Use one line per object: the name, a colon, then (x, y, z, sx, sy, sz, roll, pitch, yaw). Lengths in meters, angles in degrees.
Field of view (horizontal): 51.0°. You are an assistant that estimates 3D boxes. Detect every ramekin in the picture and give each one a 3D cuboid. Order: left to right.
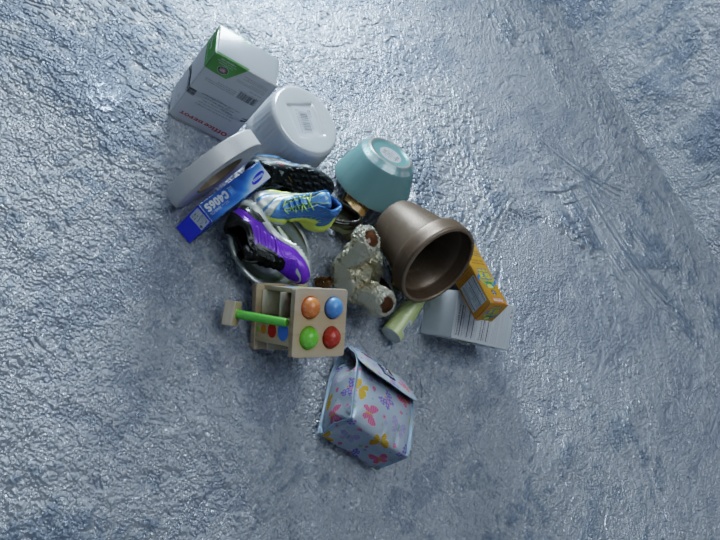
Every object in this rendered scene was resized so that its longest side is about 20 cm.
ramekin: (-0.148, -0.314, 1.697, 0.198, 0.097, 0.204, 22, 53, -32)

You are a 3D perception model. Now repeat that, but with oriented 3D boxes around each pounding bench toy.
pounding bench toy: (-0.139, 0.091, 1.399, 0.198, 0.155, 0.127, 3, 91, -42)

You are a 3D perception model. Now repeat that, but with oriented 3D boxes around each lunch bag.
lunch bag: (0.021, 0.262, 1.507, 0.169, 0.127, 0.202, 38, 39, -24)

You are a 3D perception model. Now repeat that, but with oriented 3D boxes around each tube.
tube: (0.121, 0.076, 1.722, 0.201, 0.057, 0.052, -51, 127, -28)

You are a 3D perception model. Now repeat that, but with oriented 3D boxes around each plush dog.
plush dog: (0.000, 0.000, 1.652, 0.172, 0.158, 0.203, -32, 108, -65)

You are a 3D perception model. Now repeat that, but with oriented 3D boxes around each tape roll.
tape roll: (-0.277, -0.192, 1.430, 0.037, 0.202, 0.203, 53, 42, -5)

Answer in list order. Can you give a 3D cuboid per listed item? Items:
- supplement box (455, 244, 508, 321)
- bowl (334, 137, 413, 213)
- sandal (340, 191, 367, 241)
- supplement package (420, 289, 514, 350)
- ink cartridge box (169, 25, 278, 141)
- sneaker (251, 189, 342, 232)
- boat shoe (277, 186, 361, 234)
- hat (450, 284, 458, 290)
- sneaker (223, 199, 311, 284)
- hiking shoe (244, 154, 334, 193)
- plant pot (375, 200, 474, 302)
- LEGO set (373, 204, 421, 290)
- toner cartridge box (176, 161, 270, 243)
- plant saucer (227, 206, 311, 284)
supplement box: (0.255, 0.016, 1.708, 0.066, 0.069, 0.202, 6, 50, -40)
bowl: (0.047, -0.238, 1.785, 0.198, 0.106, 0.202, 22, 35, -16)
sandal: (-0.009, -0.153, 1.768, 0.080, 0.054, 0.202, 39, 46, -20)
supplement package: (0.256, 0.116, 1.798, 0.198, 0.113, 0.112, 15, 83, -36)
ink cartridge box: (-0.279, -0.373, 1.534, 0.145, 0.199, 0.086, 24, 49, -32)
sneaker: (-0.121, -0.140, 1.542, 0.198, 0.105, 0.077, 10, 57, -42)
boat shoe: (-0.089, -0.144, 1.660, 0.197, 0.065, 0.074, 19, 60, -19)
hat: (0.272, 0.022, 1.913, 0.199, 0.080, 0.204, 22, 54, -34)
sneaker: (-0.187, -0.034, 1.451, 0.200, 0.069, 0.100, 45, 46, -3)
hiking shoe: (-0.149, -0.210, 1.611, 0.197, 0.075, 0.087, 15, 28, -15)
plant pot: (0.125, -0.061, 1.661, 0.198, 0.202, 0.175, 2, 36, -42)
LEGO set: (0.127, -0.059, 1.794, 0.152, 0.115, 0.203, 1, 66, -43)
toner cartridge box: (-0.267, -0.136, 1.484, 0.043, 0.095, 0.200, 51, 43, -8)
plant saucer: (-0.192, -0.042, 1.533, 0.198, 0.050, 0.203, 22, 54, -33)
